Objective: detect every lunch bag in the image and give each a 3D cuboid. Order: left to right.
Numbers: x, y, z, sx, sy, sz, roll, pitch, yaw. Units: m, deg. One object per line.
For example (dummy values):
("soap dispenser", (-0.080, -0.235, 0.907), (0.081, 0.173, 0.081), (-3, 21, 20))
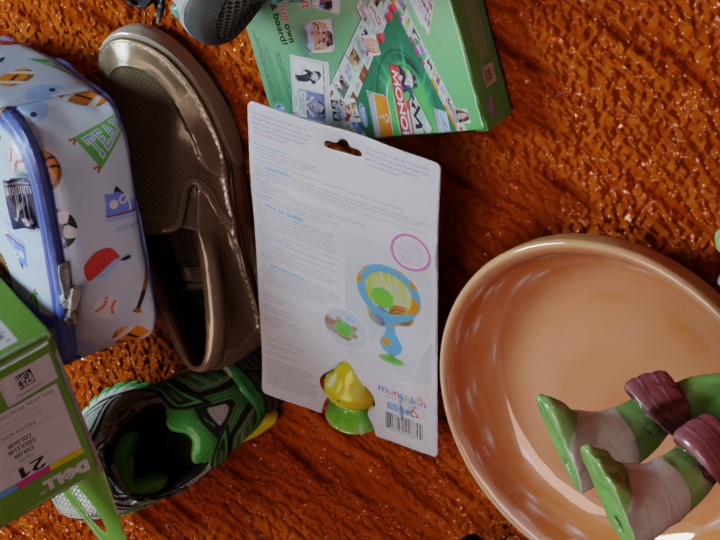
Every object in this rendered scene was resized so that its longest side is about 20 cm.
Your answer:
("lunch bag", (-0.185, -0.038, 1.166), (0.200, 0.075, 0.161), (36, 137, 53))

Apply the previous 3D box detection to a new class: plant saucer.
("plant saucer", (0.134, 0.070, 1.059), (0.199, 0.037, 0.201), (18, 125, 28))

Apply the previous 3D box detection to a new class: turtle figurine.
("turtle figurine", (0.175, 0.025, 0.909), (0.144, 0.193, 0.200), (60, 173, 33))

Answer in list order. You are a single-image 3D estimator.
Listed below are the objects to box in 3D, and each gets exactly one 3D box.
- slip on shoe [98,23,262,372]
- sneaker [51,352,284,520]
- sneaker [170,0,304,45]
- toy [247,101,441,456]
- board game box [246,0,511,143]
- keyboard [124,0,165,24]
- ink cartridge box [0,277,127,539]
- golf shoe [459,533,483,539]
("slip on shoe", (-0.106, -0.038, 1.160), (0.076, 0.061, 0.201), (-1, 114, 37))
("sneaker", (-0.136, 0.106, 1.249), (0.200, 0.085, 0.078), (-35, 92, 44))
("sneaker", (-0.017, -0.157, 0.982), (0.091, 0.078, 0.200), (47, 134, 0))
("toy", (0.000, 0.000, 1.113), (0.115, 0.047, 0.201), (19, 129, 23))
("board game box", (-0.009, -0.163, 1.039), (0.134, 0.029, 0.201), (-2, 113, 36))
("keyboard", (-0.103, -0.206, 1.030), (0.200, 0.021, 0.128), (-46, 55, 57))
("ink cartridge box", (-0.206, 0.096, 1.168), (0.148, 0.076, 0.201), (39, 151, 49))
("golf shoe", (0.126, 0.210, 1.112), (0.199, 0.073, 0.092), (19, 135, 27))
